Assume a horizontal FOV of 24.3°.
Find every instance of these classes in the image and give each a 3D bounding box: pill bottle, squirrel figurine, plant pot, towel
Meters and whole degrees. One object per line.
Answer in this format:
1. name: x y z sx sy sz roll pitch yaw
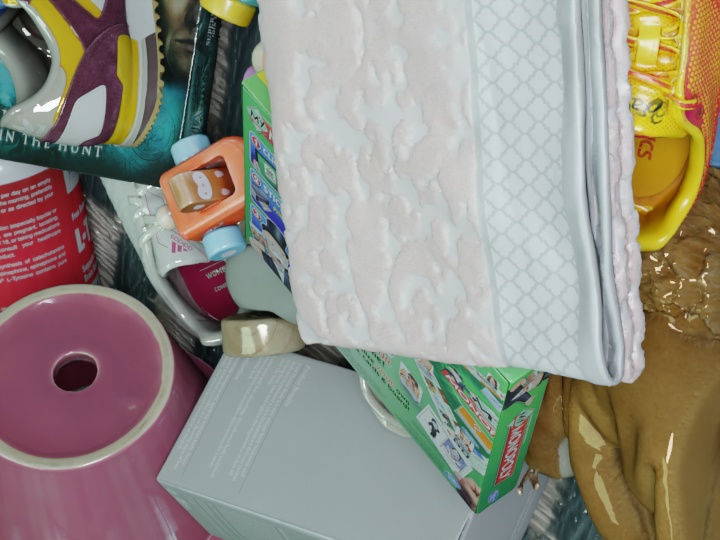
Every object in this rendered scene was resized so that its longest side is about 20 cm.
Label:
1. pill bottle: -0.246 -0.046 1.148 0.112 0.112 0.200 19 127 38
2. squirrel figurine: 0.123 0.034 0.811 0.187 0.141 0.200 12 125 56
3. plant pot: -0.169 0.108 1.062 0.200 0.200 0.179 37 157 23
4. towel: 0.029 -0.057 0.683 0.191 0.032 0.200 8 108 46

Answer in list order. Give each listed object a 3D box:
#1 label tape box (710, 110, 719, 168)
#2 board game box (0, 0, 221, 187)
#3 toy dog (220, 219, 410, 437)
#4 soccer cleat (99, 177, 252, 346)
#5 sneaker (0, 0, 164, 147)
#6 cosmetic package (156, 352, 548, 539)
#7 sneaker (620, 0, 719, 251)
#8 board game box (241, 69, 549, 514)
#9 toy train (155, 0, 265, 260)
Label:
1. label tape box: 0.207 -0.129 0.653 0.144 0.063 0.200 17 127 40
2. board game box: -0.177 -0.128 1.007 0.200 0.028 0.136 10 94 27
3. toy dog: 0.000 0.000 0.947 0.200 0.096 0.132 21 114 32
4. soccer cleat: -0.117 -0.044 1.025 0.070 0.086 0.200 -28 100 12
5. sneaker: -0.165 -0.164 0.916 0.075 0.090 0.200 -39 57 50
6. cosmetic package: -0.004 0.120 0.971 0.200 0.107 0.090 17 156 28
7. sneaker: 0.118 -0.095 0.649 0.073 0.077 0.200 2 127 13
8. board game box: 0.011 0.009 0.807 0.200 0.029 0.135 49 156 24
9. toy train: -0.080 -0.115 0.907 0.150 0.056 0.200 -23 78 26
